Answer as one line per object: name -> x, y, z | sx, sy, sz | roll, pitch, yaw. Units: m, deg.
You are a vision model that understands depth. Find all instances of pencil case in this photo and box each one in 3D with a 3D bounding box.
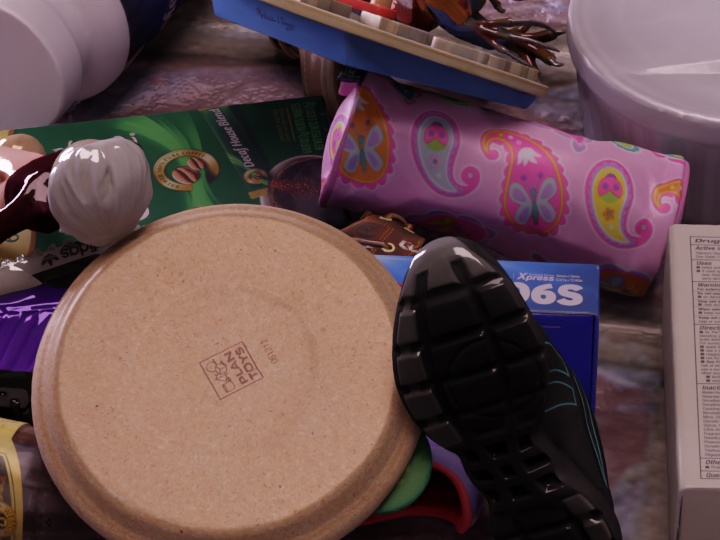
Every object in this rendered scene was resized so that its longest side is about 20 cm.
pencil case -> 0.076, -0.050, 1.583 | 0.199, 0.088, 0.088 | 17, 41, 1

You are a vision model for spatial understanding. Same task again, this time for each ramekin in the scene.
ramekin -> 0.215, -0.106, 1.672 | 0.201, 0.095, 0.203 | 0, 39, 0

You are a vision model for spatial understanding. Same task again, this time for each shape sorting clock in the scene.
shape sorting clock -> 0.008, -0.132, 1.590 | 0.199, 0.039, 0.200 | 16, 8, -2

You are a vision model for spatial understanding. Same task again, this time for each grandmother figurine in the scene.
grandmother figurine -> -0.161, -0.042, 1.490 | 0.121, 0.061, 0.200 | -40, 16, -22

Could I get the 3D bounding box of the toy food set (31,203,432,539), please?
toy food set -> -0.058, 0.058, 1.410 | 0.198, 0.049, 0.200 | -42, 68, -16

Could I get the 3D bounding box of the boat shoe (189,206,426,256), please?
boat shoe -> 0.000, 0.000, 1.548 | 0.199, 0.070, 0.071 | 5, 67, 0

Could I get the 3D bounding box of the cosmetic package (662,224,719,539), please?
cosmetic package -> 0.205, 0.067, 1.478 | 0.103, 0.073, 0.201 | 2, 39, 4

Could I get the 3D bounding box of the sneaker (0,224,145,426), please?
sneaker -> -0.182, 0.053, 1.508 | 0.199, 0.070, 0.100 | -21, 70, -2

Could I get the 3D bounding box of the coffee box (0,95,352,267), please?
coffee box -> -0.109, -0.037, 1.634 | 0.199, 0.044, 0.123 | -6, 41, -5

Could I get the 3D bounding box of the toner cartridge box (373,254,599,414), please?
toner cartridge box -> 0.022, 0.041, 1.497 | 0.199, 0.095, 0.043 | 3, 38, 4

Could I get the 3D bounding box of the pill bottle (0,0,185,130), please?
pill bottle -> -0.171, -0.172, 1.745 | 0.115, 0.116, 0.200 | 16, 43, 19

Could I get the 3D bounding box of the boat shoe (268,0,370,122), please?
boat shoe -> -0.029, -0.154, 1.762 | 0.064, 0.072, 0.201 | -12, 38, 9

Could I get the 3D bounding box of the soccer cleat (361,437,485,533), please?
soccer cleat -> -0.033, 0.092, 1.463 | 0.199, 0.067, 0.077 | 3, 44, 1

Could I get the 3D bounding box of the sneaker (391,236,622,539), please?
sneaker -> 0.069, 0.063, 1.403 | 0.075, 0.201, 0.079 | -15, 29, 15

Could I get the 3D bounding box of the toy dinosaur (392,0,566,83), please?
toy dinosaur -> 0.051, -0.154, 1.673 | 0.199, 0.106, 0.181 | -16, -15, 33

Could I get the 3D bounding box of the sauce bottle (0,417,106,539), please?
sauce bottle -> -0.176, 0.104, 1.447 | 0.199, 0.066, 0.066 | 9, 40, 12
